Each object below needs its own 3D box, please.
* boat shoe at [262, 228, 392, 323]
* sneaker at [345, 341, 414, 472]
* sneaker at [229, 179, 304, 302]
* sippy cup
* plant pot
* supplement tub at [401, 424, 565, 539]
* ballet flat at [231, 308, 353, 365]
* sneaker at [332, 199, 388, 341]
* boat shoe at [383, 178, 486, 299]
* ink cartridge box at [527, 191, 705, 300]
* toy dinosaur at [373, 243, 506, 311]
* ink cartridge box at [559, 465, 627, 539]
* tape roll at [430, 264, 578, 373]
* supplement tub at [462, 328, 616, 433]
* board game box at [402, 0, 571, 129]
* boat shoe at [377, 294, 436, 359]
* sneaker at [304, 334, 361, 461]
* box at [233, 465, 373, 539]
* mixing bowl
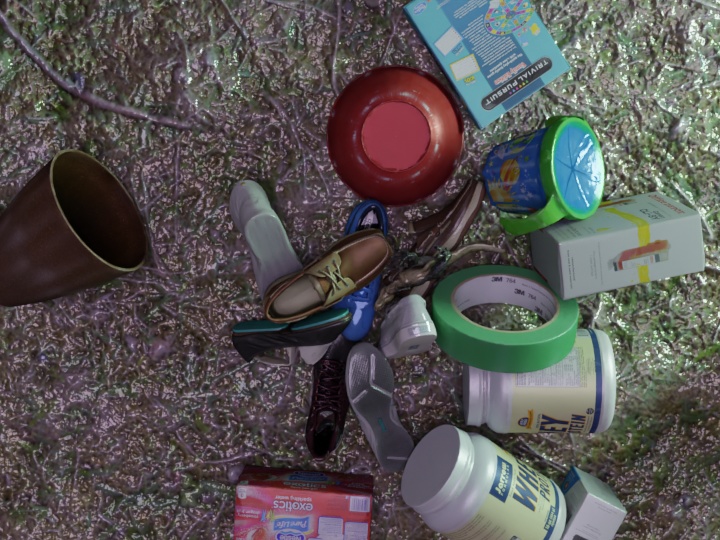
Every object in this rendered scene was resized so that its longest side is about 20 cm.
[{"bbox_3d":[-0.046,0.017,1.428,0.199,0.074,0.076,-33,99,11],"label":"boat shoe"},{"bbox_3d":[0.016,0.189,1.499,0.070,0.080,0.202,-21,112,-13],"label":"sneaker"},{"bbox_3d":[-0.131,-0.036,1.498,0.073,0.116,0.201,-19,132,-8],"label":"sneaker"},{"bbox_3d":[0.243,-0.132,1.440,0.130,0.177,0.141,-5,101,43],"label":"sippy cup"},{"bbox_3d":[-0.431,-0.036,1.464,0.199,0.187,0.188,-30,96,19],"label":"plant pot"},{"bbox_3d":[0.170,0.317,1.469,0.199,0.145,0.145,34,97,-21],"label":"supplement tub"},{"bbox_3d":[-0.091,0.098,1.499,0.198,0.068,0.069,-8,105,30],"label":"ballet flat"},{"bbox_3d":[0.000,0.000,1.484,0.065,0.078,0.202,9,89,-6],"label":"sneaker"},{"bbox_3d":[0.100,-0.048,1.491,0.074,0.075,0.203,31,97,-1],"label":"boat shoe"},{"bbox_3d":[0.345,-0.038,1.438,0.198,0.145,0.084,-11,108,-5],"label":"ink cartridge box"},{"bbox_3d":[0.094,-0.007,1.433,0.199,0.088,0.048,-23,66,13],"label":"toy dinosaur"},{"bbox_3d":[0.296,0.399,1.522,0.067,0.116,0.201,27,98,-3],"label":"ink cartridge box"},{"bbox_3d":[0.195,0.062,1.439,0.198,0.201,0.049,3,121,1],"label":"tape roll"},{"bbox_3d":[0.246,0.155,1.478,0.198,0.145,0.147,0,97,1],"label":"supplement tub"},{"bbox_3d":[0.174,-0.322,1.469,0.150,0.047,0.201,-33,96,5],"label":"board game box"},{"bbox_3d":[0.058,0.079,1.455,0.071,0.200,0.069,-9,77,-4],"label":"boat shoe"},{"bbox_3d":[-0.038,0.178,1.500,0.075,0.116,0.202,7,97,0],"label":"sneaker"},{"bbox_3d":[-0.082,0.351,1.532,0.198,0.095,0.101,4,97,1],"label":"box"},{"bbox_3d":[0.048,-0.186,1.458,0.198,0.108,0.202,0,97,2],"label":"mixing bowl"}]
